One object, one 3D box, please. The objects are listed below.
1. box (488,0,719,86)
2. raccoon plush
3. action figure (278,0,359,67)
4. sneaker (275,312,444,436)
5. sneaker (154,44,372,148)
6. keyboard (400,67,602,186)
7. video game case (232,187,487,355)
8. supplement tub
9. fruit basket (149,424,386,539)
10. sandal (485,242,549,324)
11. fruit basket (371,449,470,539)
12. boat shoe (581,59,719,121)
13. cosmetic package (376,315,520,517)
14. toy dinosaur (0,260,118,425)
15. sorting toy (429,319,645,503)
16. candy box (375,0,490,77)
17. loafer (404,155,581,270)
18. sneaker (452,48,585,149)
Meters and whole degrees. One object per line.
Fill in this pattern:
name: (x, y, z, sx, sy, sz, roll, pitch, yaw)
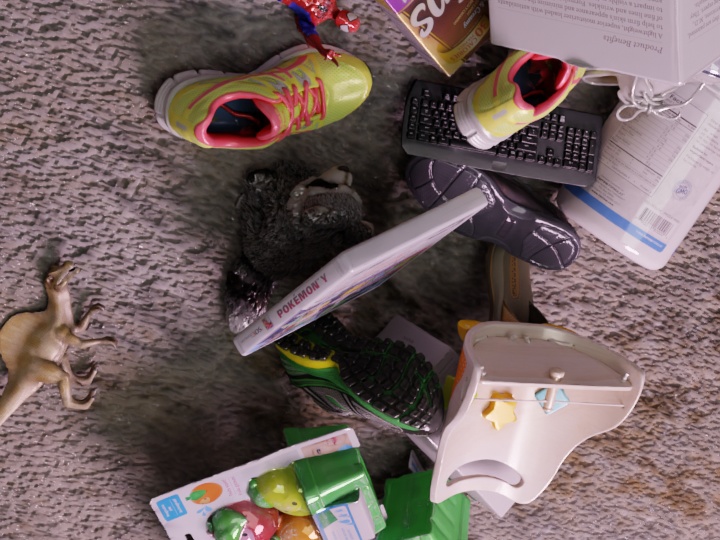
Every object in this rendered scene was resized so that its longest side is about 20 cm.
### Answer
box: (0.246, -0.272, 1.617, 0.200, 0.199, 0.131, -35, 131, -41)
raccoon plush: (-0.052, -0.009, 1.683, 0.097, 0.134, 0.200, -2, 115, -26)
action figure: (-0.070, -0.246, 1.583, 0.200, 0.099, 0.065, 24, 104, -35)
sneaker: (0.004, 0.106, 1.742, 0.078, 0.200, 0.085, -39, 137, -27)
sneaker: (-0.075, -0.143, 1.623, 0.200, 0.090, 0.078, -16, 119, -19)
keyboard: (0.139, -0.146, 1.730, 0.200, 0.040, 0.104, 9, 77, -17)
video game case: (0.000, 0.000, 1.667, 0.200, 0.023, 0.182, -27, 173, -45)
supplement tub: (0.297, -0.114, 1.799, 0.132, 0.132, 0.200, 28, 100, -33)
fruit basket: (-0.081, 0.236, 1.747, 0.200, 0.094, 0.185, -24, 141, -5)
sandal: (0.164, 0.059, 1.818, 0.080, 0.054, 0.200, 3, 84, -56)
fruit basket: (0.076, 0.315, 1.887, 0.094, 0.185, 0.200, -10, 122, 13)
boat shoe: (0.267, -0.177, 1.703, 0.075, 0.202, 0.086, 15, 95, -32)
cosmetic package: (0.090, 0.148, 1.843, 0.085, 0.108, 0.200, -49, 127, -8)
toy dinosaur: (-0.290, 0.086, 1.679, 0.101, 0.058, 0.200, 25, 94, -18)
sorting toy: (0.141, 0.148, 1.748, 0.200, 0.107, 0.180, 5, 115, -32)
candy box: (0.056, -0.285, 1.645, 0.117, 0.056, 0.200, -45, 126, 0)
loafer: (0.127, -0.068, 1.790, 0.200, 0.063, 0.072, 29, 120, -18)
sneaker: (0.173, -0.186, 1.684, 0.078, 0.090, 0.200, 49, 55, -12)
